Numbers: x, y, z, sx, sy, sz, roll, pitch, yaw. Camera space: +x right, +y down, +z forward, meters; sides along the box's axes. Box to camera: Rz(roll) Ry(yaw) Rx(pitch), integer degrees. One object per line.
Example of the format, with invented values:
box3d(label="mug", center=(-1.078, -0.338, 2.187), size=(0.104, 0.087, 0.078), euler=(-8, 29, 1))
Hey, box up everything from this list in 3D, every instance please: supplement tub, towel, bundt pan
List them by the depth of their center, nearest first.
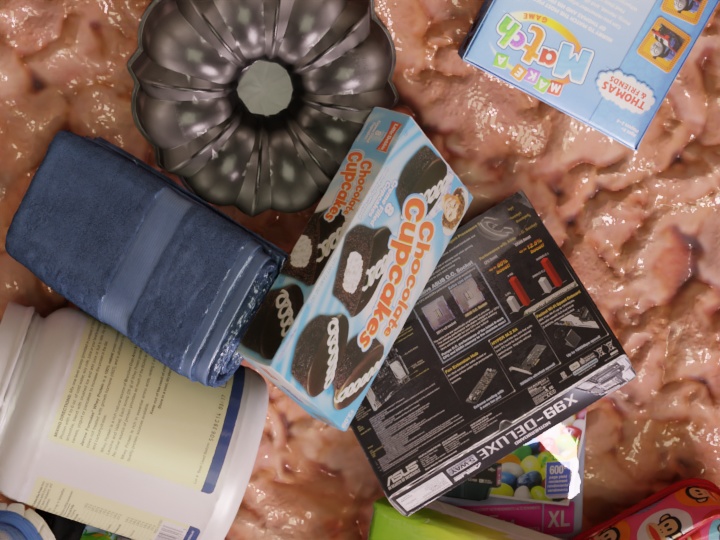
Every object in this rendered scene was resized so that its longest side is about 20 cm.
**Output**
box3d(label="towel", center=(-0.152, -0.010, 1.153), size=(0.199, 0.049, 0.112), euler=(32, 93, 18))
box3d(label="bundt pan", center=(-0.068, -0.129, 1.163), size=(0.200, 0.076, 0.204), euler=(-1, 106, -4))
box3d(label="supplement tub", center=(-0.180, 0.113, 1.185), size=(0.199, 0.145, 0.146), euler=(20, 103, -10))

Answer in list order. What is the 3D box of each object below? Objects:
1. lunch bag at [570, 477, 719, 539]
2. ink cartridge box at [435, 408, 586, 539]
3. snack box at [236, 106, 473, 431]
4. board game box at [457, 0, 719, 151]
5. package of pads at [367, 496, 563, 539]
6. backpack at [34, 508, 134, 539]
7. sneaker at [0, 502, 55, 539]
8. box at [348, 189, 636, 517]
box3d(label="lunch bag", center=(0.243, 0.280, 1.292), size=(0.175, 0.082, 0.201), euler=(-28, 117, 0))
box3d(label="ink cartridge box", center=(0.115, 0.115, 1.269), size=(0.118, 0.042, 0.202), euler=(-2, 105, -5))
box3d(label="snack box", center=(0.000, 0.000, 1.151), size=(0.201, 0.037, 0.116), euler=(-61, 144, -13))
box3d(label="board game box", center=(0.182, -0.210, 1.181), size=(0.150, 0.037, 0.201), euler=(26, 102, -11))
box3d(label="package of pads", center=(0.092, 0.268, 1.227), size=(0.199, 0.068, 0.156), euler=(16, 100, 21))
box3d(label="backpack", center=(-0.171, 0.279, 1.245), size=(0.199, 0.154, 0.164), euler=(21, 112, -24))
box3d(label="sneaker", center=(-0.228, 0.267, 1.138), size=(0.078, 0.089, 0.201), euler=(-26, 99, 21))
box3d(label="box", center=(0.075, 0.059, 1.194), size=(0.199, 0.158, 0.050), euler=(-32, 150, 4))
